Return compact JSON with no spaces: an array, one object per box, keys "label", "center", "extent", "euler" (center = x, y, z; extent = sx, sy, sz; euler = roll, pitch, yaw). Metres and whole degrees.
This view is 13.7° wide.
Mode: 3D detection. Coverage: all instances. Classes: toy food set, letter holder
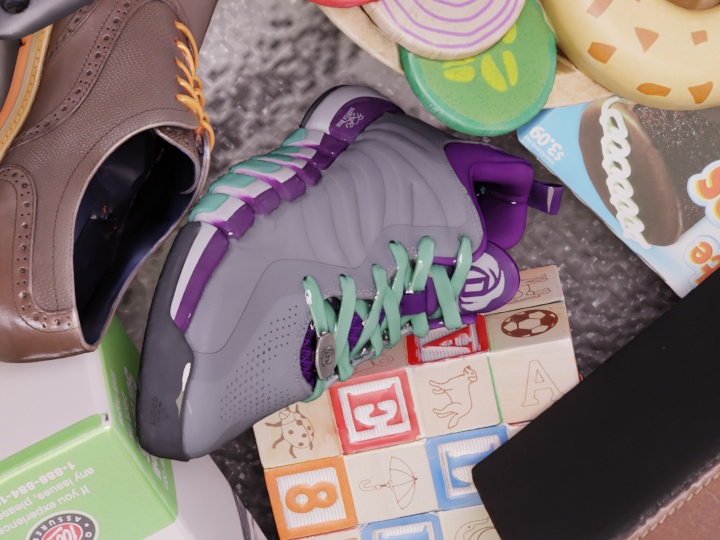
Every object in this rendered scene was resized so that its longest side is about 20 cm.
[{"label":"toy food set","center":[0.053,-0.143,0.928],"extent":[0.197,0.049,0.201],"euler":[-5,95,-20]},{"label":"letter holder","center":[0.163,0.072,0.994],"extent":[0.200,0.101,0.142],"euler":[-39,114,6]}]

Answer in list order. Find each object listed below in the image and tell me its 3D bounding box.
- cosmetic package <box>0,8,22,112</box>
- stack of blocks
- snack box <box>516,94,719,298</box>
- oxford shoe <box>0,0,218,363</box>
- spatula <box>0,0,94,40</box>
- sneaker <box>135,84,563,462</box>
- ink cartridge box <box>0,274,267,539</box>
[{"label":"cosmetic package","center":[-0.211,-0.043,0.985],"extent":[0.199,0.087,0.104],"euler":[-5,115,0]},{"label":"stack of blocks","center":[0.034,0.108,1.083],"extent":[0.115,0.059,0.201],"euler":[-10,115,3]},{"label":"snack box","center":[0.161,-0.025,1.036],"extent":[0.116,0.037,0.200],"euler":[-42,110,15]},{"label":"oxford shoe","center":[-0.069,-0.052,0.940],"extent":[0.073,0.201,0.071],"euler":[7,150,30]},{"label":"spatula","center":[-0.033,-0.120,0.939],"extent":[0.199,0.057,0.021],"euler":[-28,156,-22]},{"label":"sneaker","center":[0.000,0.000,0.946],"extent":[0.087,0.200,0.075],"euler":[14,123,15]},{"label":"ink cartridge box","center":[-0.102,0.122,0.978],"extent":[0.145,0.084,0.200],"euler":[-27,126,6]}]
